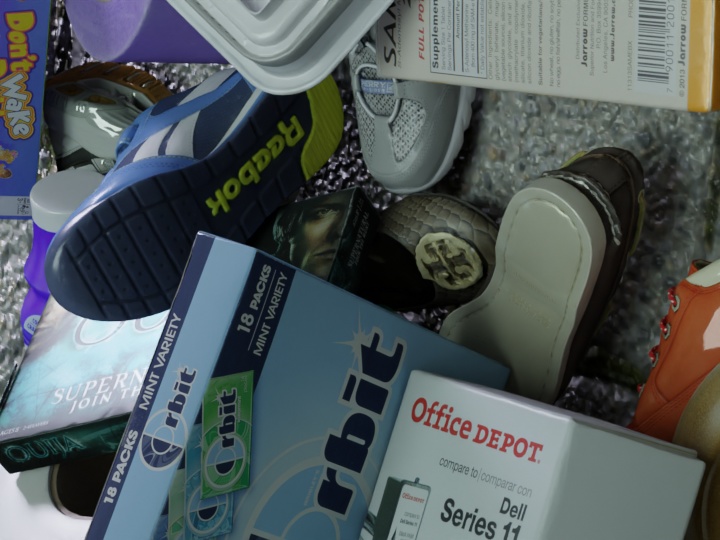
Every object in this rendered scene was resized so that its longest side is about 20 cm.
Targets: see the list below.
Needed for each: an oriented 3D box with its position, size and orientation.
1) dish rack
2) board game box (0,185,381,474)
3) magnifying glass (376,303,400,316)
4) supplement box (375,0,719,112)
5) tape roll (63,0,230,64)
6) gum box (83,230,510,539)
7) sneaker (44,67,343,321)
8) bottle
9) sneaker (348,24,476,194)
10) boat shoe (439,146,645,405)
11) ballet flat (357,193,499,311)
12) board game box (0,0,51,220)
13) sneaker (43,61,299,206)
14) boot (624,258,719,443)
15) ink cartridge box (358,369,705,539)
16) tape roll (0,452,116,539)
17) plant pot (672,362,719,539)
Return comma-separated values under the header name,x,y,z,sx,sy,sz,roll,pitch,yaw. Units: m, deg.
name,x,y,z,sx,sy,sz,roll,pitch,yaw
dish rack,-0.047,-0.200,1.228,0.172,0.044,0.200,-48,63,6
board game box,-0.092,0.031,1.354,0.199,0.136,0.028,-14,130,30
magnifying glass,0.056,0.105,1.365,0.201,0.022,0.080,58,164,10
supplement box,0.119,-0.122,1.214,0.199,0.126,0.074,11,106,43
tape roll,-0.097,-0.210,1.388,0.200,0.085,0.201,178,90,-66
gum box,-0.028,0.094,1.232,0.044,0.200,0.171,16,83,43
sneaker,-0.096,-0.042,1.356,0.082,0.200,0.074,10,130,45
bottle,-0.156,0.038,1.510,0.083,0.065,0.201,23,132,33
sneaker,0.006,-0.139,1.350,0.075,0.082,0.201,0,97,44
boat shoe,0.091,0.014,1.304,0.072,0.059,0.200,40,144,17
ballet flat,0.000,0.000,1.392,0.199,0.046,0.068,-5,120,46
board game box,-0.207,-0.149,1.506,0.135,0.045,0.201,-103,18,-51
sneaker,-0.104,-0.053,1.491,0.200,0.075,0.088,27,129,43
boot,0.163,0.055,1.245,0.200,0.075,0.108,-33,71,33
ink cartridge box,0.061,0.157,1.196,0.146,0.083,0.201,13,85,59
tape roll,-0.084,0.131,1.376,0.202,0.203,0.139,2,139,44
plant pot,0.229,0.116,1.162,0.199,0.027,0.201,10,118,20
